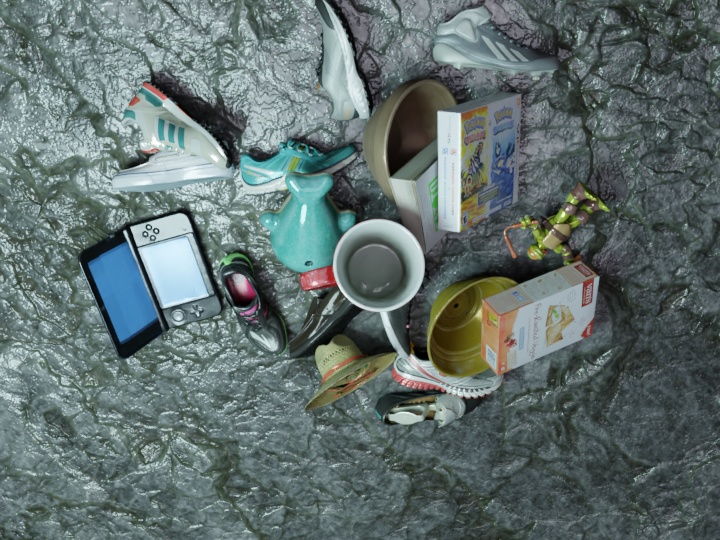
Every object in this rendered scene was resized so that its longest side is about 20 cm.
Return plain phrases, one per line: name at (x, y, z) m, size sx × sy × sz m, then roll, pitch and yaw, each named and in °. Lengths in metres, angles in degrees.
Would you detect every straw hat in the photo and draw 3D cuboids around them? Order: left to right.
straw hat at (-0.035, 0.159, 1.467) m, size 0.201 × 0.201 × 0.085 m, roll -34°, pitch 75°, yaw 11°

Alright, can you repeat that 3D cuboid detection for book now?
book at (0.132, -0.135, 1.328) m, size 0.048 × 0.200 × 0.134 m, roll 12°, pitch 133°, yaw 37°

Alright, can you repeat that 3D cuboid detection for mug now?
mug at (0.006, -0.010, 1.314) m, size 0.177 × 0.200 × 0.134 m, roll 16°, pitch 88°, yaw 0°

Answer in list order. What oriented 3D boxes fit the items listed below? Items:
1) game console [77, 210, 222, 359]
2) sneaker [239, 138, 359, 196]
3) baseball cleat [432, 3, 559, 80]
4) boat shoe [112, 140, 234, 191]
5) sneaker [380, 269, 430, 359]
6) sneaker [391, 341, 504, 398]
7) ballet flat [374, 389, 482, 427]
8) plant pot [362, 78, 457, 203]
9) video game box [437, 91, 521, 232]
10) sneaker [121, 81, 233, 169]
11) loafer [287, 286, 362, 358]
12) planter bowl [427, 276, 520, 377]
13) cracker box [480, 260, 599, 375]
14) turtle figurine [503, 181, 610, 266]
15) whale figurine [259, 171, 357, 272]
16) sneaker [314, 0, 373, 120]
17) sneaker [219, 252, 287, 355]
game console at (-0.348, 0.024, 1.425) m, size 0.170 × 0.118 × 0.201 m, roll -15°, pitch 110°, yaw 6°
sneaker at (-0.102, -0.177, 1.379) m, size 0.199 × 0.078 × 0.080 m, roll -13°, pitch 99°, yaw 3°
baseball cleat at (0.215, -0.357, 1.313) m, size 0.199 × 0.070 × 0.107 m, roll 3°, pitch 110°, yaw -2°
boat shoe at (-0.308, -0.173, 1.388) m, size 0.199 × 0.074 × 0.067 m, roll -7°, pitch 87°, yaw -6°
sneaker at (0.081, 0.050, 1.447) m, size 0.099 × 0.071 × 0.201 m, roll -16°, pitch 97°, yaw 5°
sneaker at (0.159, 0.173, 1.501) m, size 0.199 × 0.078 × 0.083 m, roll 8°, pitch 109°, yaw -3°
ballet flat at (0.126, 0.254, 1.535) m, size 0.199 × 0.068 × 0.068 m, roll -9°, pitch 111°, yaw 3°
plant pot at (0.069, -0.203, 1.334) m, size 0.092 × 0.200 × 0.202 m, roll 16°, pitch 116°, yaw 39°
video game box at (0.188, -0.174, 1.320) m, size 0.047 × 0.200 × 0.183 m, roll 10°, pitch 114°, yaw 35°
sneaker at (-0.293, -0.207, 1.337) m, size 0.200 × 0.070 × 0.093 m, roll 41°, pitch 91°, yaw 9°
loafer at (-0.059, 0.078, 1.479) m, size 0.200 × 0.073 × 0.071 m, roll -44°, pitch 66°, yaw 19°
planter bowl at (0.182, 0.078, 1.447) m, size 0.200 × 0.083 × 0.201 m, roll -15°, pitch 125°, yaw -22°
cracker box at (0.301, 0.079, 1.421) m, size 0.199 × 0.058 × 0.134 m, roll -21°, pitch 130°, yaw -18°
turtle figurine at (0.339, -0.066, 1.422) m, size 0.200 × 0.064 × 0.161 m, roll 34°, pitch 110°, yaw -31°
whale figurine at (-0.083, -0.073, 1.362) m, size 0.158 × 0.104 × 0.200 m, roll 1°, pitch 144°, yaw -5°
sneaker at (-0.040, -0.328, 1.323) m, size 0.079 × 0.074 × 0.201 m, roll -13°, pitch 110°, yaw 10°
sneaker at (-0.192, 0.069, 1.459) m, size 0.077 × 0.084 × 0.200 m, roll -25°, pitch 108°, yaw 9°
